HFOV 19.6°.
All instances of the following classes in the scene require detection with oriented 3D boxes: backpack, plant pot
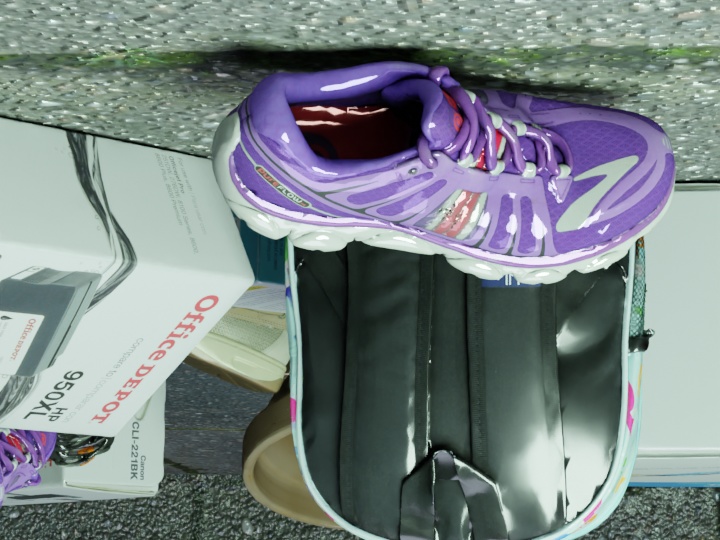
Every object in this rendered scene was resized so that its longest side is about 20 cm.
[{"bbox_3d":[0.053,0.038,1.002,0.177,0.200,0.151,-2,170,11],"label":"backpack"},{"bbox_3d":[0.023,0.091,1.344,0.200,0.093,0.201,-1,152,-1],"label":"plant pot"}]

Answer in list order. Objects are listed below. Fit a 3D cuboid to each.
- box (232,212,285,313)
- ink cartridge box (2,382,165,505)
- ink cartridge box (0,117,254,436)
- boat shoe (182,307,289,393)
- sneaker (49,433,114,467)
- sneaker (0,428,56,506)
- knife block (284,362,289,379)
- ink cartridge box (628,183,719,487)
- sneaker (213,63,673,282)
[{"bbox_3d":[0.000,0.000,1.223,0.200,0.049,0.082,8,168,-37],"label":"box"},{"bbox_3d":[-0.231,0.092,1.494,0.084,0.145,0.200,10,167,-41],"label":"ink cartridge box"},{"bbox_3d":[-0.175,0.004,1.008,0.200,0.084,0.145,9,138,-40],"label":"ink cartridge box"},{"bbox_3d":[-0.125,0.010,1.262,0.200,0.065,0.072,26,170,-24],"label":"boat shoe"},{"bbox_3d":[-0.166,0.080,1.240,0.074,0.080,0.200,-12,-177,-14],"label":"sneaker"},{"bbox_3d":[-0.203,0.093,1.116,0.083,0.081,0.200,-2,-174,-12],"label":"sneaker"},{"bbox_3d":[0.062,0.043,1.426,0.200,0.064,0.175,8,167,-35],"label":"knife block"},{"bbox_3d":[0.166,0.042,1.172,0.146,0.147,0.200,-1,171,16],"label":"ink cartridge box"},{"bbox_3d":[0.042,-0.045,0.857,0.200,0.081,0.083,1,159,-17],"label":"sneaker"}]
